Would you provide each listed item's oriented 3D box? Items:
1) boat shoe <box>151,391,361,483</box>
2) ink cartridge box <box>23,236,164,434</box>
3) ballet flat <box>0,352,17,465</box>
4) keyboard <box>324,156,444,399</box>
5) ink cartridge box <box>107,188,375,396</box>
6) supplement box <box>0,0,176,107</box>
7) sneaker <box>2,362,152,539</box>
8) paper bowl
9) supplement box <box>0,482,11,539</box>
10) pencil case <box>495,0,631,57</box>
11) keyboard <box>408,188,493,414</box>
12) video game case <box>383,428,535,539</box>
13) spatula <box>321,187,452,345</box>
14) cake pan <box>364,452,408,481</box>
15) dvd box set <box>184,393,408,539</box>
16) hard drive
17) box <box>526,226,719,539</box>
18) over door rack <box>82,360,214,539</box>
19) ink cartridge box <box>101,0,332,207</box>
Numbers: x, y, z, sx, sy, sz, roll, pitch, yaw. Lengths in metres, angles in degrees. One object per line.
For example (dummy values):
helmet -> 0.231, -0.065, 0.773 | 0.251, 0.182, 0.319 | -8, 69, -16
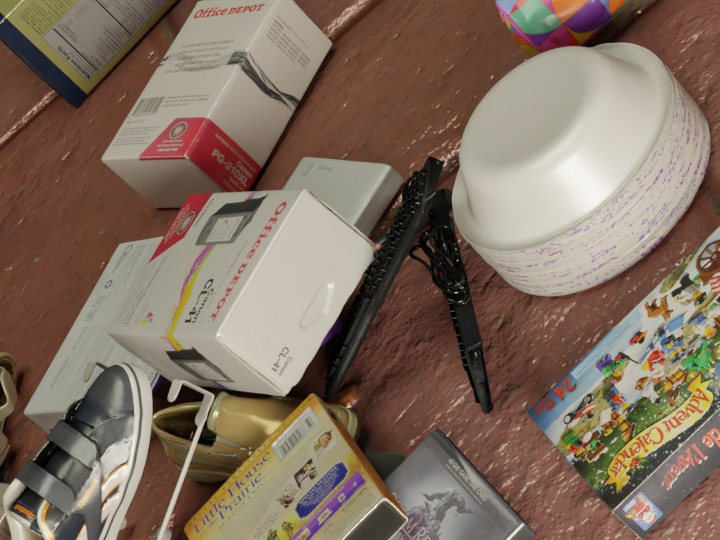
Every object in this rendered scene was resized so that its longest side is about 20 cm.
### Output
boat shoe -> -0.091, 0.128, 1.686 | 0.200, 0.076, 0.072 | -13, 45, 41
ink cartridge box -> -0.193, 0.054, 1.910 | 0.200, 0.043, 0.197 | -7, 48, 49
ballet flat -> -0.352, 0.146, 1.980 | 0.062, 0.067, 0.200 | -23, 38, 16
keyboard -> 0.018, -0.005, 1.670 | 0.127, 0.021, 0.200 | -71, 7, -61
ink cartridge box -> -0.099, 0.015, 1.718 | 0.200, 0.086, 0.148 | -2, 54, 59
supplement box -> -0.323, -0.322, 2.391 | 0.200, 0.134, 0.200 | -46, 32, -1
sneaker -> -0.222, 0.165, 1.653 | 0.078, 0.079, 0.201 | 18, 92, 53
paper bowl -> 0.155, -0.088, 1.620 | 0.200, 0.104, 0.201 | -28, 37, 24
supplement box -> -0.345, 0.278, 1.813 | 0.126, 0.074, 0.200 | 2, 56, 50
pencil case -> 0.202, -0.258, 1.772 | 0.200, 0.088, 0.088 | -44, 32, 2
keyboard -> 0.062, 0.013, 1.612 | 0.040, 0.104, 0.200 | -12, 37, 0
video game case -> 0.015, 0.213, 1.458 | 0.200, 0.019, 0.143 | -47, 32, 1
spatula -> 0.000, 0.000, 1.764 | 0.200, 0.021, 0.057 | -41, 64, -1
cake pan -> -0.005, 0.212, 1.534 | 0.200, 0.037, 0.201 | -30, 35, 24
dvd box set -> -0.051, 0.181, 1.530 | 0.146, 0.029, 0.200 | -46, 24, 1
hard drive -> -0.058, -0.009, 1.847 | 0.132, 0.026, 0.200 | 9, 61, 52
box -> 0.219, 0.068, 1.434 | 0.200, 0.038, 0.137 | -44, 32, 3
over door rack -> -0.174, 0.181, 1.703 | 0.148, 0.066, 0.201 | 5, 84, 52
ink cartridge box -> -0.136, -0.163, 2.050 | 0.145, 0.084, 0.200 | 2, 56, 49
